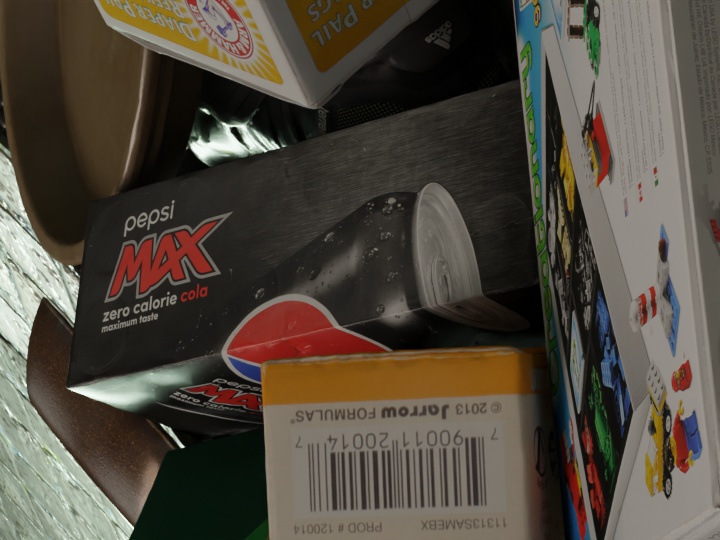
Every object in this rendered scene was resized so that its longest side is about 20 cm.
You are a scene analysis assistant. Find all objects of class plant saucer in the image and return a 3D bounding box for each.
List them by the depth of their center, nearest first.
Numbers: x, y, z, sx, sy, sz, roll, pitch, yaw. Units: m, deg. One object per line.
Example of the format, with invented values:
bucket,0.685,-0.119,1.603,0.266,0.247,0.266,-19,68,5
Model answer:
plant saucer,-0.091,-0.102,0.994,0.200,0.029,0.201,-179,90,-68
plant saucer,-0.058,0.093,1.025,0.200,0.032,0.200,49,176,5

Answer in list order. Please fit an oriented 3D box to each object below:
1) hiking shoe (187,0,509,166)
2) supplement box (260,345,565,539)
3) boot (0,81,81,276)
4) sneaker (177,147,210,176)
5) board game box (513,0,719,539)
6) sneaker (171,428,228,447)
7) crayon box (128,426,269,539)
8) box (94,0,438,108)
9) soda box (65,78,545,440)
hiking shoe,-0.005,-0.047,0.960,0.101,0.076,0.200,56,162,-2
supplement box,0.028,0.121,0.761,0.126,0.073,0.201,4,-98,-75
boot,-0.102,-0.047,1.227,0.201,0.068,0.131,64,-168,27
sneaker,0.009,0.016,1.047,0.201,0.067,0.108,22,145,45
board game box,0.071,-0.028,0.678,0.126,0.034,0.201,124,143,-72
sneaker,0.006,0.099,1.037,0.200,0.076,0.076,38,-173,-18
crayon box,-0.020,0.174,0.860,0.173,0.058,0.201,-68,-40,-64
box,-0.041,-0.160,0.751,0.101,0.112,0.201,24,148,47
soda box,0.000,0.000,0.873,0.199,0.071,0.063,-14,152,41
